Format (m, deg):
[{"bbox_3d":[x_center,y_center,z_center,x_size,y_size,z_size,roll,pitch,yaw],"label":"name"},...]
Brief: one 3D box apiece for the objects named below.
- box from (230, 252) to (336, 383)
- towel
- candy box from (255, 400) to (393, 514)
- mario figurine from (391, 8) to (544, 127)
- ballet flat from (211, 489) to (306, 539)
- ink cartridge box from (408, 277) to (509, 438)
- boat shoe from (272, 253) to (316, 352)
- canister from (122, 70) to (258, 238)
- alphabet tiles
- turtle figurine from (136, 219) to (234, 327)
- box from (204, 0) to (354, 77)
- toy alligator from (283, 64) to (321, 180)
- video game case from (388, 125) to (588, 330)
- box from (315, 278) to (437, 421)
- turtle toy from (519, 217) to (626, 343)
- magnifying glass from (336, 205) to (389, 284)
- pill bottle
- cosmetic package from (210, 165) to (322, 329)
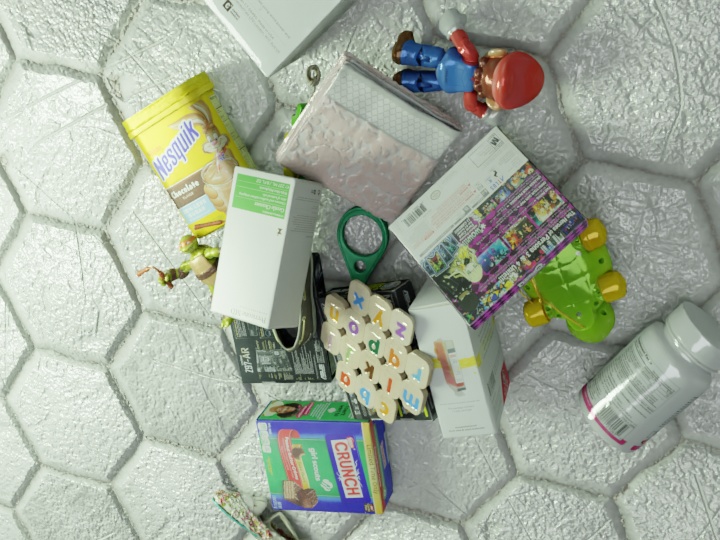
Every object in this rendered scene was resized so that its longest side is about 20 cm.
[{"bbox_3d":[-0.126,0.077,1.386,0.157,0.044,0.204,-3,110,19],"label":"box"},{"bbox_3d":[0.011,-0.171,1.199,0.197,0.033,0.192,27,127,-18],"label":"towel"},{"bbox_3d":[-0.056,0.302,1.437,0.195,0.077,0.173,-3,110,17],"label":"candy box"},{"bbox_3d":[0.145,-0.263,1.159,0.196,0.124,0.108,14,74,20],"label":"mario figurine"},{"bbox_3d":[-0.169,0.437,1.543,0.200,0.076,0.064,44,86,-8],"label":"ballet flat"},{"bbox_3d":[0.144,0.111,1.259,0.082,0.145,0.204,-9,108,22],"label":"ink cartridge box"},{"bbox_3d":[-0.107,0.018,1.296,0.070,0.060,0.206,-3,107,19],"label":"boat shoe"},{"bbox_3d":[-0.236,-0.165,1.300,0.147,0.087,0.202,-24,104,26],"label":"canister"},{"bbox_3d":[0.020,0.116,1.258,0.198,0.014,0.199,33,131,30],"label":"alphabet tiles"},{"bbox_3d":[-0.229,0.006,1.325,0.197,0.065,0.163,-26,111,27],"label":"turtle figurine"},{"bbox_3d":[-0.100,-0.398,1.136,0.199,0.131,0.200,-38,97,27],"label":"box"},{"bbox_3d":[-0.082,-0.195,1.259,0.054,0.058,0.204,33,127,48],"label":"toy alligator"},{"bbox_3d":[0.162,-0.057,1.150,0.200,0.036,0.182,-43,65,5],"label":"video game case"},{"bbox_3d":[0.030,0.121,1.306,0.158,0.044,0.204,-8,105,41],"label":"box"},{"bbox_3d":[0.285,0.013,1.198,0.143,0.101,0.203,-20,105,24],"label":"turtle toy"},{"bbox_3d":[0.000,0.000,1.330,0.078,0.022,0.204,10,112,13],"label":"magnifying glass"},{"bbox_3d":[0.403,0.145,1.208,0.113,0.114,0.201,39,117,-2],"label":"pill bottle"},{"bbox_3d":[-0.128,-0.031,1.220,0.106,0.084,0.205,12,94,26],"label":"cosmetic package"}]
